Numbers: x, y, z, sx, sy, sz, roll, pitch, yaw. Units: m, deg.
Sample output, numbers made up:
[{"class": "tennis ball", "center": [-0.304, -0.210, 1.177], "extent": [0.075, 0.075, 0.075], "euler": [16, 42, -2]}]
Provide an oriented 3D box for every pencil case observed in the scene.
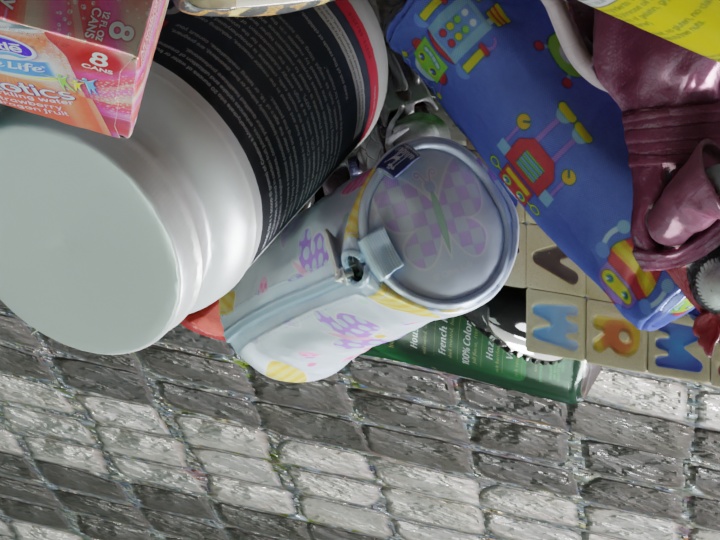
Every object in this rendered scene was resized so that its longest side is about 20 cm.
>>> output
[{"class": "pencil case", "center": [0.102, -0.064, 1.351], "extent": [0.200, 0.087, 0.078], "euler": [50, 144, 10]}, {"class": "pencil case", "center": [0.000, 0.000, 1.420], "extent": [0.083, 0.091, 0.200], "euler": [50, 156, -6]}]

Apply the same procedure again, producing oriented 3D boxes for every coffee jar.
[{"class": "coffee jar", "center": [0.046, 0.010, 1.691], "extent": [0.199, 0.104, 0.086], "euler": [11, 120, 12]}]

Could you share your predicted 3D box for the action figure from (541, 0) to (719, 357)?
[{"class": "action figure", "center": [0.133, -0.062, 1.251], "extent": [0.148, 0.201, 0.134], "euler": [-4, 175, 11]}]

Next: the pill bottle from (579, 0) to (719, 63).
[{"class": "pill bottle", "center": [0.102, -0.154, 1.091], "extent": [0.199, 0.115, 0.114], "euler": [22, 160, -16]}]

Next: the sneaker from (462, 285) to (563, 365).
[{"class": "sneaker", "center": [0.122, -0.006, 1.540], "extent": [0.070, 0.090, 0.200], "euler": [42, -158, 31]}]

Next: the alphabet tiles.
[{"class": "alphabet tiles", "center": [0.138, -0.030, 1.391], "extent": [0.199, 0.167, 0.006], "euler": [9, -160, 29]}]

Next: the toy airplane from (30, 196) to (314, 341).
[{"class": "toy airplane", "center": [-0.140, -0.040, 1.566], "extent": [0.200, 0.199, 0.141], "euler": [16, 121, -42]}]

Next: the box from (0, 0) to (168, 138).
[{"class": "box", "center": [-0.110, -0.168, 1.157], "extent": [0.102, 0.201, 0.095], "euler": [17, 161, -3]}]

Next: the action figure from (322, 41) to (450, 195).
[{"class": "action figure", "center": [0.013, -0.046, 1.549], "extent": [0.069, 0.131, 0.200], "euler": [-8, 168, -8]}]

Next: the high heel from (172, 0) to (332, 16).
[{"class": "high heel", "center": [-0.045, -0.145, 1.211], "extent": [0.142, 0.200, 0.072], "euler": [-10, 115, 46]}]

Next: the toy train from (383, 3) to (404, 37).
[{"class": "toy train", "center": [0.073, -0.086, 1.504], "extent": [0.056, 0.042, 0.200], "euler": [15, 164, 36]}]

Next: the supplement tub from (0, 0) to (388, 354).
[{"class": "supplement tub", "center": [-0.087, -0.066, 1.383], "extent": [0.140, 0.200, 0.141], "euler": [17, 130, 21]}]
